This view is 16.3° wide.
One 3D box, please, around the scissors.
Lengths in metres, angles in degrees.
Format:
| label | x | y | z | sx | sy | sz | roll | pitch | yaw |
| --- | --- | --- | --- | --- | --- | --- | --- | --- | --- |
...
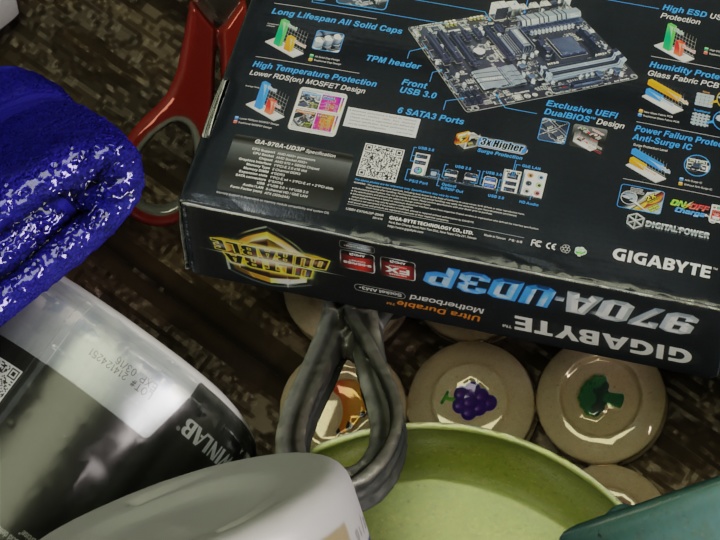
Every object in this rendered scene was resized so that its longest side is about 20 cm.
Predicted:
| label | x | y | z | sx | sy | sz | roll | pitch | yaw |
| --- | --- | --- | --- | --- | --- | --- | --- | --- | --- |
| scissors | -0.049 | -0.106 | 0.966 | 0.073 | 0.014 | 0.202 | 8 | 99 | -8 |

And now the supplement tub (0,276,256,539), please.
| label | x | y | z | sx | sy | sz | roll | pitch | yaw |
| --- | --- | --- | --- | --- | --- | --- | --- | --- | --- |
| supplement tub | -0.138 | 0.108 | 0.901 | 0.122 | 0.123 | 0.201 | 33 | 78 | 15 |

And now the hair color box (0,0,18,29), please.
| label | x | y | z | sx | sy | sz | roll | pitch | yaw |
| --- | --- | --- | --- | --- | --- | --- | --- | --- | --- |
| hair color box | -0.226 | -0.089 | 0.955 | 0.065 | 0.110 | 0.200 | 37 | 65 | 24 |

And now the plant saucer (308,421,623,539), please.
| label | x | y | z | sx | sy | sz | roll | pitch | yaw |
| --- | --- | --- | --- | --- | --- | --- | --- | --- | --- |
| plant saucer | 0.025 | 0.155 | 0.897 | 0.198 | 0.031 | 0.202 | 0 | 85 | 5 |

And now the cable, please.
| label | x | y | z | sx | sy | sz | roll | pitch | yaw |
| --- | --- | --- | --- | --- | --- | --- | --- | --- | --- |
| cable | 0.000 | 0.000 | 0.916 | 0.096 | 0.051 | 0.200 | 13 | 43 | 18 |

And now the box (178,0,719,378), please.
| label | x | y | z | sx | sy | sz | roll | pitch | yaw |
| --- | --- | --- | --- | --- | --- | --- | --- | --- | --- |
| box | 0.049 | -0.055 | 0.907 | 0.198 | 0.046 | 0.160 | 10 | 56 | 9 |

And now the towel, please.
| label | x | y | z | sx | sy | sz | roll | pitch | yaw |
| --- | --- | --- | --- | --- | --- | --- | --- | --- | --- |
| towel | -0.159 | -0.019 | 0.914 | 0.147 | 0.200 | 0.050 | -40 | 110 | -6 |

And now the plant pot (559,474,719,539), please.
| label | x | y | z | sx | sy | sz | roll | pitch | yaw |
| --- | --- | --- | --- | --- | --- | --- | --- | --- | --- |
| plant pot | 0.152 | 0.150 | 0.794 | 0.199 | 0.200 | 0.189 | -19 | 83 | 0 |

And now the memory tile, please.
| label | x | y | z | sx | sy | sz | roll | pitch | yaw |
| --- | --- | --- | --- | --- | --- | --- | --- | --- | --- |
| memory tile | 0.042 | 0.075 | 0.946 | 0.152 | 0.017 | 0.202 | -2 | 72 | 7 |

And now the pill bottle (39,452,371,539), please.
| label | x | y | z | sx | sy | sz | roll | pitch | yaw |
| --- | --- | --- | --- | --- | --- | --- | --- | --- | --- |
| pill bottle | -0.031 | 0.173 | 0.818 | 0.119 | 0.120 | 0.202 | -18 | 99 | 1 |
